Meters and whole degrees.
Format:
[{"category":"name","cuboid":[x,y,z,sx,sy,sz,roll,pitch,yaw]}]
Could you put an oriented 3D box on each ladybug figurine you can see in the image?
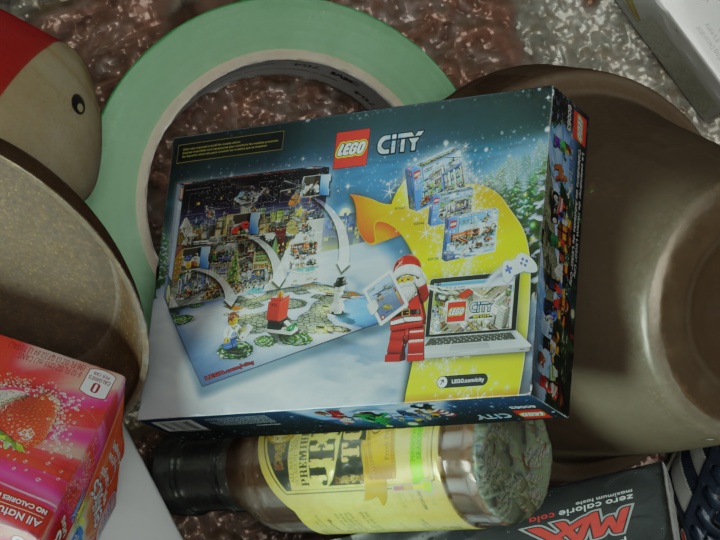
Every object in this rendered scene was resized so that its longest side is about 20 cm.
[{"category":"ladybug figurine","cuboid":[-0.202,-0.099,1.068,0.199,0.136,0.072,28,91,1]}]

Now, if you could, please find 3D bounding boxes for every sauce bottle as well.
[{"category":"sauce bottle","cuboid":[-0.011,0.090,1.065,0.065,0.199,0.065,15,71,-52]}]

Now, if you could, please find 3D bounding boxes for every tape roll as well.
[{"category":"tape roll","cuboid":[-0.037,-0.030,1.135,0.199,0.048,0.202,1,85,-8]}]

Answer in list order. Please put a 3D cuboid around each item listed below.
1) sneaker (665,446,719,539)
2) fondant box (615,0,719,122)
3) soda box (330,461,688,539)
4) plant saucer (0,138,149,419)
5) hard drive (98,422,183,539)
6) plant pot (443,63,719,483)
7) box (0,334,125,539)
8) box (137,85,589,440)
[{"category":"sneaker","cuboid":[0.183,0.110,1.137,0.075,0.085,0.201,20,83,-6]},{"category":"fondant box","cuboid":[0.214,-0.194,1.182,0.200,0.058,0.145,-38,91,-11]},{"category":"soda box","cuboid":[0.051,0.151,1.048,0.199,0.071,0.064,-14,121,9]},{"category":"plant saucer","cuboid":[-0.180,-0.001,1.033,0.200,0.201,0.037,30,47,-5]},{"category":"hard drive","cuboid":[-0.144,0.149,1.082,0.131,0.025,0.201,-27,72,-7]},{"category":"plant pot","cuboid":[0.126,0.006,1.063,0.199,0.174,0.202,-3,96,-29]},{"category":"box","cuboid":[-0.212,0.080,1.027,0.199,0.096,0.100,18,47,7]},{"category":"box","cuboid":[0.000,0.000,1.022,0.199,0.038,0.138,-5,68,31]}]
